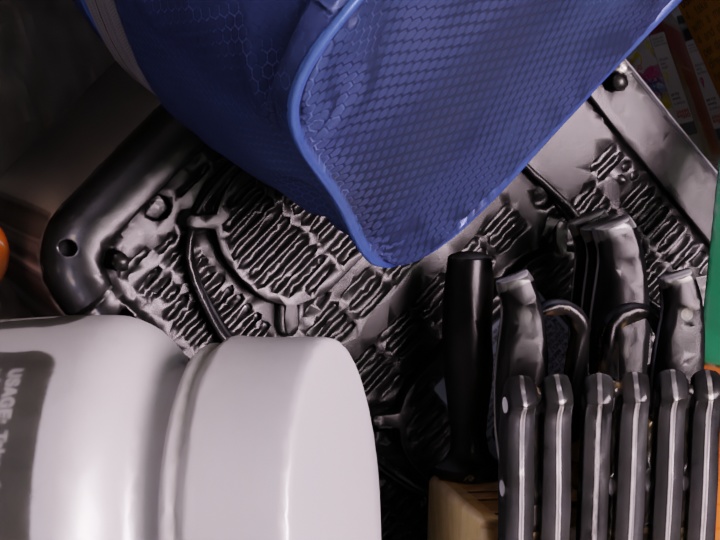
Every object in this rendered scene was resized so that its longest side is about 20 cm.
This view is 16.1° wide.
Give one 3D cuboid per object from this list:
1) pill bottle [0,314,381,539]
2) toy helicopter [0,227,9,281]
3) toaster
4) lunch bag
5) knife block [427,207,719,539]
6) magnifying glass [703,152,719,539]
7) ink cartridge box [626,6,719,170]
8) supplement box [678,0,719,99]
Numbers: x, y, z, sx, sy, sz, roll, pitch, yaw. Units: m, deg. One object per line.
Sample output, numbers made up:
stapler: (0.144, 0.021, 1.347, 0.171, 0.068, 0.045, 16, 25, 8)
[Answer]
pill bottle: (-0.101, 0.070, 0.657, 0.114, 0.199, 0.115, -2, 90, -77)
toy helicopter: (-0.174, -0.037, 0.657, 0.132, 0.200, 0.079, -28, 63, -14)
toaster: (0.000, 0.000, 0.774, 0.200, 0.119, 0.181, -47, 109, -10)
lunch bag: (0.015, -0.120, 0.643, 0.200, 0.132, 0.136, -45, 155, -10)
knife block: (0.053, 0.090, 0.713, 0.064, 0.200, 0.176, -1, 52, -10)
magnifying glass: (0.104, 0.004, 0.705, 0.080, 0.022, 0.201, -42, 139, -71)
ink cartridge box: (0.161, -0.091, 0.901, 0.144, 0.145, 0.201, -28, 103, -32)
supplement box: (0.167, -0.021, 0.759, 0.066, 0.069, 0.201, -22, 84, -19)
